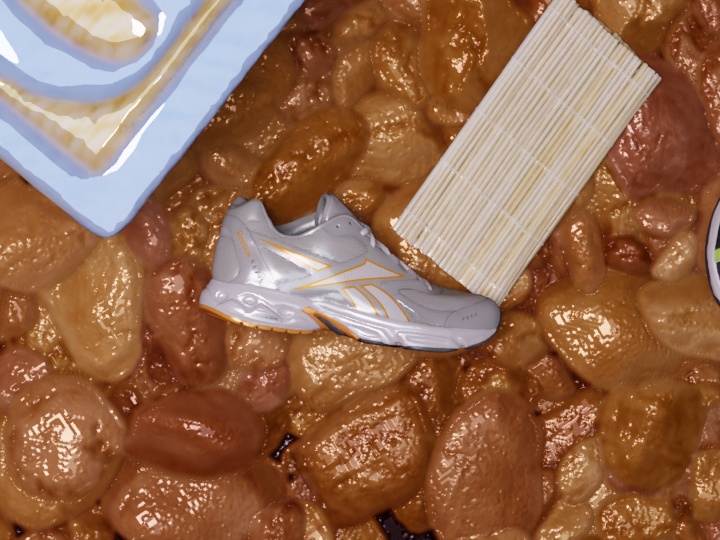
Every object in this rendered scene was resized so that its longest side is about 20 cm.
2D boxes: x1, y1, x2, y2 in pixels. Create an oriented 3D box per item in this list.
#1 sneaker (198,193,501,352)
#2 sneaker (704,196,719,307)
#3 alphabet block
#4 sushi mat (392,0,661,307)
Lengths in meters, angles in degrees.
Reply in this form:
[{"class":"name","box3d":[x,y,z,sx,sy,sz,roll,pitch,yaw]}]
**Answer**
[{"class":"sneaker","box3d":[0.000,0.000,1.148,0.199,0.076,0.093,9,90,-15]},{"class":"sneaker","box3d":[0.292,-0.056,1.203,0.071,0.083,0.201,14,93,-14]},{"class":"alphabet block","box3d":[-0.166,-0.157,1.023,0.195,0.200,0.197,41,86,-14]},{"class":"sushi mat","box3d":[0.113,-0.080,1.194,0.095,0.012,0.201,36,88,-14]}]
